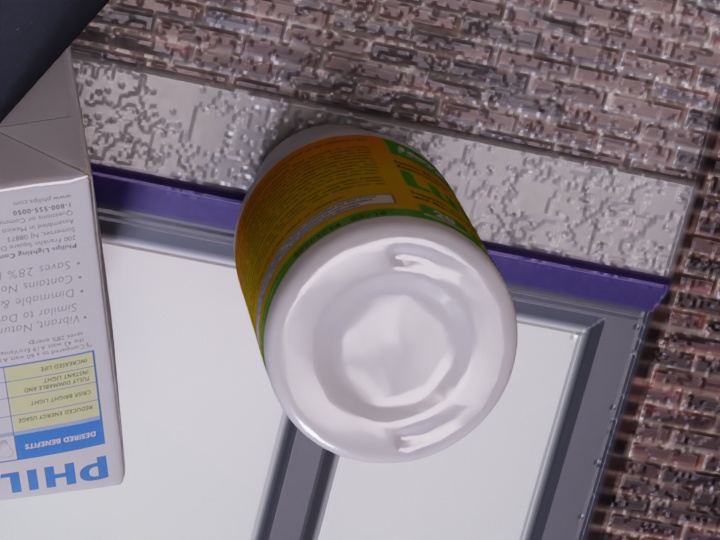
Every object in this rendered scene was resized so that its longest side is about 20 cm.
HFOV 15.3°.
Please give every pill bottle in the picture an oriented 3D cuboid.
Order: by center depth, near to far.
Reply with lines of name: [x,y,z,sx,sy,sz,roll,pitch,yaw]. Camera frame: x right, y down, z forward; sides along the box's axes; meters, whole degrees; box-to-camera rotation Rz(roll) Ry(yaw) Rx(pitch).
pill bottle: [0.000,0.000,1.229,0.110,0.200,0.112,-3,110,-8]

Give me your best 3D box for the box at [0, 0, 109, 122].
box: [-0.203,-0.164,1.115,0.199,0.105,0.148,32,64,16]

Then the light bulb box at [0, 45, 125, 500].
light bulb box: [-0.213,0.001,1.201,0.197,0.125,0.201,-7,136,-6]
